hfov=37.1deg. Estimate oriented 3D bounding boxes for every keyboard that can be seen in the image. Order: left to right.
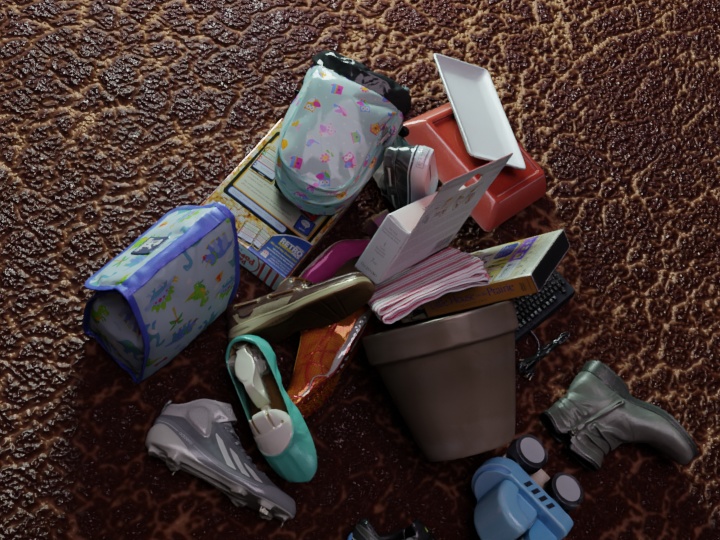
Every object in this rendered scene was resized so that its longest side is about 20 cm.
[{"bbox_3d":[0.234,0.074,1.514,0.200,0.021,0.127,-35,81,-28],"label":"keyboard"}]

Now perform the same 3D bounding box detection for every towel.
[{"bbox_3d":[0.077,0.019,1.372,0.146,0.200,0.030,-24,99,-4],"label":"towel"}]

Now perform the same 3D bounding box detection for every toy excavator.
[{"bbox_3d":[0.195,0.331,1.305,0.194,0.100,0.200,46,45,7],"label":"toy excavator"}]

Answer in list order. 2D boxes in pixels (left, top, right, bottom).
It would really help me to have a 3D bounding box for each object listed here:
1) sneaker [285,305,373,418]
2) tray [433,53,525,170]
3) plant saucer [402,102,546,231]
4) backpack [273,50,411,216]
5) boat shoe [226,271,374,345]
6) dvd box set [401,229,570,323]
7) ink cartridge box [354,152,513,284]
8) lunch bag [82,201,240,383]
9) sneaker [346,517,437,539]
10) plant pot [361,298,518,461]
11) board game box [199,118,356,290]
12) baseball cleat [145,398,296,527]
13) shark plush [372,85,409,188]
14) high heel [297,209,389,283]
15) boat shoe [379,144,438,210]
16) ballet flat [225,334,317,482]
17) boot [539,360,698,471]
[{"bbox_3d":[-0.057,0.114,1.374,0.077,0.073,0.200,25,52,13],"label":"sneaker"},{"bbox_3d":[0.168,-0.227,1.560,0.107,0.022,0.200,10,50,-35],"label":"tray"},{"bbox_3d":[0.175,-0.169,1.559,0.200,0.037,0.200,50,39,8],"label":"plant saucer"},{"bbox_3d":[-0.039,-0.175,1.404,0.167,0.127,0.200,26,77,6],"label":"backpack"},{"bbox_3d":[-0.081,0.036,1.352,0.200,0.072,0.072,-24,58,15],"label":"boat shoe"},{"bbox_3d":[0.160,0.008,1.400,0.146,0.200,0.029,-44,114,-54],"label":"dvd box set"},{"bbox_3d":[0.096,-0.079,1.374,0.044,0.174,0.200,42,33,15],"label":"ink cartridge box"},{"bbox_3d":[-0.232,0.016,1.272,0.127,0.200,0.170,43,60,4],"label":"lunch bag"},{"bbox_3d":[0.080,0.346,1.295,0.199,0.071,0.083,16,79,-9],"label":"sneaker"},{"bbox_3d":[0.119,0.142,1.359,0.200,0.200,0.174,-14,87,-25],"label":"plant pot"},{"bbox_3d":[-0.109,-0.091,1.454,0.151,0.046,0.200,38,59,1],"label":"board game box"},{"bbox_3d":[-0.153,0.219,1.280,0.200,0.070,0.107,30,60,-5],"label":"baseball cleat"},{"bbox_3d":[0.039,-0.190,1.566,0.083,0.091,0.200,33,36,-24],"label":"shark plush"},{"bbox_3d":[0.000,0.000,1.441,0.200,0.067,0.096,-37,85,-27],"label":"high heel"},{"bbox_3d":[0.063,-0.118,1.449,0.071,0.200,0.072,19,67,10],"label":"boat shoe"},{"bbox_3d":[-0.115,0.162,1.273,0.067,0.070,0.200,-33,63,14],"label":"ballet flat"},{"bbox_3d":[0.348,0.229,1.463,0.200,0.068,0.131,39,64,10],"label":"boot"}]
